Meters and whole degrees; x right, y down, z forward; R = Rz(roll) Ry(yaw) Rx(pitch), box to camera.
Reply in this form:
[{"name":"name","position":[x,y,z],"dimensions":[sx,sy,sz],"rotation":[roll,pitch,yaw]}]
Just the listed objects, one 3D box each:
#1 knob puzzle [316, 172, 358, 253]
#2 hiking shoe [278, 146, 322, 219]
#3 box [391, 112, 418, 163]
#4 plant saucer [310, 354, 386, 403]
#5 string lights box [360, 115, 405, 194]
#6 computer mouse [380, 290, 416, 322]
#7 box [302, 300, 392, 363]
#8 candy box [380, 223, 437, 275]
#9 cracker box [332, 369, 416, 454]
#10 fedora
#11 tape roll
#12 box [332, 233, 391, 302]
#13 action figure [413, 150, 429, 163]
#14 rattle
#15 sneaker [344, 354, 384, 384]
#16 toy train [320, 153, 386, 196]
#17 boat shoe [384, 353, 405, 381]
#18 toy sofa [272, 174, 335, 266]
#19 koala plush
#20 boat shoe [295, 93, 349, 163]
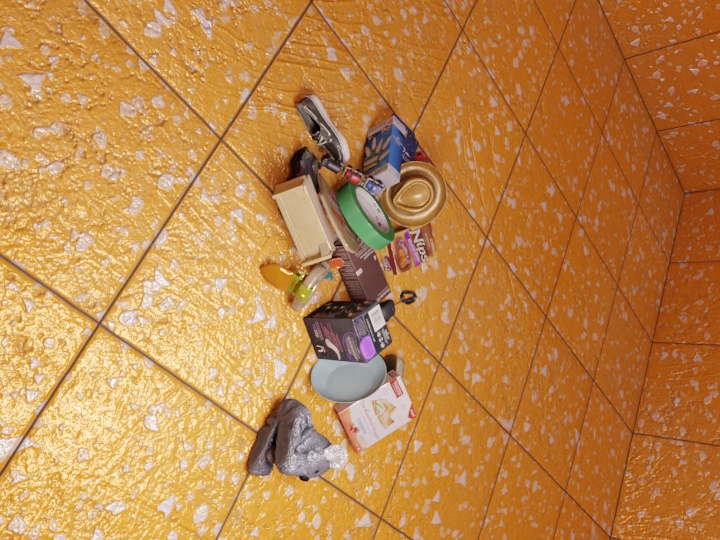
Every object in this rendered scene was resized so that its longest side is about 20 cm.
[{"name":"knob puzzle","position":[-0.059,-0.121,1.583],"dimensions":[0.222,0.030,0.221],"rotation":[60,12,-21]},{"name":"hiking shoe","position":[-0.141,-0.209,1.593],"dimensions":[0.100,0.075,0.204],"rotation":[30,67,-36]},{"name":"box","position":[0.115,-0.363,1.888],"dimensions":[0.120,0.032,0.204],"rotation":[34,64,-38]},{"name":"plant saucer","position":[-0.029,0.277,1.611],"dimensions":[0.200,0.198,0.039],"rotation":[-39,136,-38]},{"name":"string lights box","position":[0.064,-0.323,1.753],"dimensions":[0.059,0.101,0.204],"rotation":[34,49,-37]},{"name":"computer mouse","position":[0.109,0.105,1.854],"dimensions":[0.198,0.034,0.060],"rotation":[-26,105,-43]},{"name":"box","position":[-0.034,0.153,1.593],"dimensions":[0.105,0.197,0.125],"rotation":[-32,109,-40]},{"name":"candy box","position":[0.144,-0.069,1.884],"dimensions":[0.198,0.056,0.120],"rotation":[-23,103,-44]},{"name":"cracker box","position":[0.041,0.381,1.696],"dimensions":[0.197,0.058,0.136],"rotation":[-29,108,-13]},{"name":"fedora","position":[0.152,-0.217,1.805],"dimensions":[0.082,0.196,0.206],"rotation":[-54,133,-77]},{"name":"tape roll","position":[0.015,-0.151,1.690],"dimensions":[0.200,0.048,0.202],"rotation":[46,23,-26]},{"name":"box","position":[0.000,0.000,1.726],"dimensions":[0.100,0.074,0.203],"rotation":[-40,117,-38]},{"name":"action figure","position":[0.180,-0.286,1.918],"dimensions":[0.052,0.064,0.204],"rotation":[64,28,-57]},{"name":"rattle","position":[-0.146,0.001,1.604],"dimensions":[0.201,0.140,0.132],"rotation":[-55,159,-43]},{"name":"sneaker","position":[0.011,0.286,1.706],"dimensions":[0.198,0.089,0.072],"rotation":[-21,103,-41]},{"name":"toy train","position":[-0.017,-0.250,1.652],"dimensions":[0.197,0.034,0.046],"rotation":[25,28,-19]},{"name":"boat shoe","position":[0.093,0.347,1.797],"dimensions":[0.066,0.073,0.205],"rotation":[21,78,-44]},{"name":"toy sofa","position":[-0.134,-0.123,1.516],"dimensions":[0.098,0.081,0.203],"rotation":[-80,151,-63]},{"name":"koala plush","position":[-0.134,0.427,1.507],"dimensions":[0.199,0.175,0.187],"rotation":[37,53,-32]},{"name":"boat shoe","position":[-0.103,-0.361,1.650],"dimensions":[0.064,0.070,0.202],"rotation":[-47,111,-35]}]
